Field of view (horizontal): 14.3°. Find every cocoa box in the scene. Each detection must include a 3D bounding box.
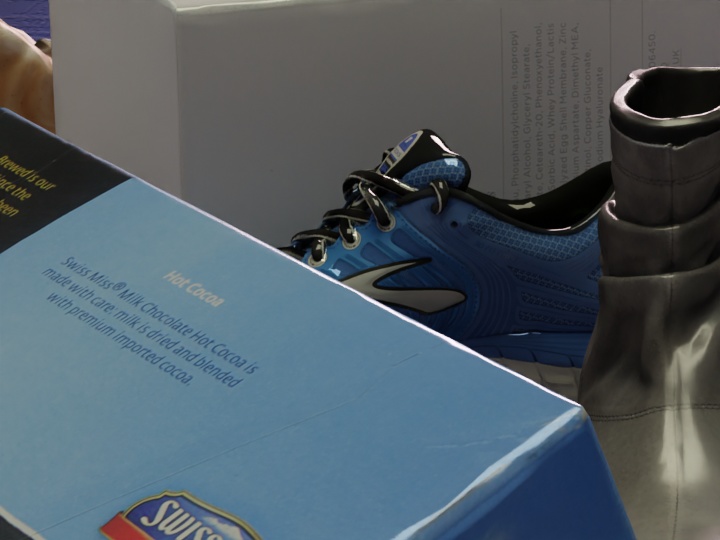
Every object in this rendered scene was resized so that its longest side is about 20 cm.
[{"bbox_3d":[-0.046,0.077,0.519,0.131,0.134,0.200,-36,34,-20],"label":"cocoa box"}]

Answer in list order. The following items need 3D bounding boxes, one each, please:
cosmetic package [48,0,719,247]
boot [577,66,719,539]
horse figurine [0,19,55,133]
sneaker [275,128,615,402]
[{"bbox_3d":[0.003,-0.069,1.042,0.200,0.123,0.199,-9,20,-17],"label":"cosmetic package"},{"bbox_3d":[0.079,0.019,0.752,0.070,0.132,0.200,1,18,4],"label":"boot"},{"bbox_3d":[-0.112,-0.096,1.163,0.200,0.133,0.050,-13,27,9],"label":"horse figurine"},{"bbox_3d":[0.000,0.000,0.883,0.200,0.089,0.079,-7,18,-16],"label":"sneaker"}]
